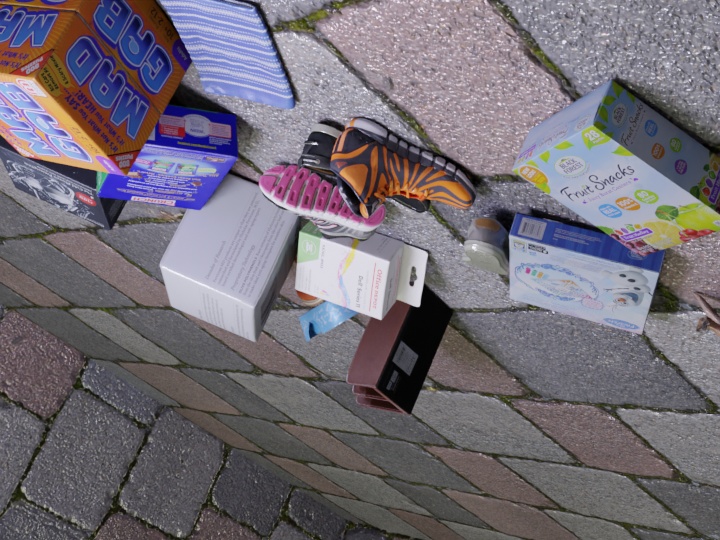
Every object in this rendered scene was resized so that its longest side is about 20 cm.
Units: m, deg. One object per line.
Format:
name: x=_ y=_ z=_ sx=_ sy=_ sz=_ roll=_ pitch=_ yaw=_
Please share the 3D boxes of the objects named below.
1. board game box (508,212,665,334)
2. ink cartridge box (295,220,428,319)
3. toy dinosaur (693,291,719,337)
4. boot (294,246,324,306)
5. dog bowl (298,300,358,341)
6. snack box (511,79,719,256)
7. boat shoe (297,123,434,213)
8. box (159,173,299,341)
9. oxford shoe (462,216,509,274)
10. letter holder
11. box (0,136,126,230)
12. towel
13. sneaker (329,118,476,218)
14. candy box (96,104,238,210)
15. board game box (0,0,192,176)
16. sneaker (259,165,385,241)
board game box: x=0.303 y=0.006 z=1.458 sx=0.198 sy=0.044 sz=0.199 roll=16 pitch=156 yaw=15
ink cartridge box: x=0.000 y=0.000 z=1.699 sx=0.199 sy=0.067 sz=0.118 roll=18 pitch=126 yaw=17
toy dinosaur: x=0.516 y=0.079 z=1.355 sx=0.135 sy=0.086 sz=0.199 roll=32 pitch=165 yaw=-35
boot: x=-0.078 y=-0.004 z=1.849 sx=0.107 sy=0.075 sz=0.200 roll=35 pitch=149 yaw=-14
dog bowl: x=-0.049 y=0.075 z=1.948 sx=0.050 sy=0.111 sz=0.200 roll=60 pitch=156 yaw=0
snack box: x=0.296 y=-0.106 z=1.181 sx=0.199 sy=0.068 sz=0.169 roll=32 pitch=159 yaw=-12
boat shoe: x=0.008 y=-0.125 z=1.462 sx=0.199 sy=0.068 sz=0.072 roll=28 pitch=164 yaw=-15
box: x=-0.210 y=-0.023 z=1.764 sx=0.170 sy=0.201 sz=0.199 roll=22 pitch=160 yaw=3
oxford shoe: x=0.182 y=-0.034 z=1.506 sx=0.075 sy=0.058 sz=0.200 roll=13 pitch=172 yaw=10
letter holder: x=0.046 y=0.129 z=1.832 sx=0.142 sy=0.201 sz=0.100 roll=2 pitch=149 yaw=47
box: x=-0.512 y=-0.183 z=1.862 sx=0.199 sy=0.105 sz=0.182 roll=24 pitch=160 yaw=4
towel: x=-0.168 y=-0.279 z=1.359 sx=0.144 sy=0.024 sz=0.200 roll=17 pitch=157 yaw=20
sneaker: x=0.048 y=-0.106 z=1.396 sx=0.199 sy=0.113 sz=0.078 roll=26 pitch=159 yaw=-2
candy box: x=-0.289 y=-0.167 z=1.573 sx=0.168 sy=0.078 sz=0.200 roll=6 pitch=157 yaw=-24
board game box: x=-0.377 y=-0.271 z=1.366 sx=0.199 sy=0.201 sz=0.200 roll=12 pitch=156 yaw=30
sneaker: x=-0.060 y=-0.093 z=1.603 sx=0.198 sy=0.074 sz=0.088 roll=18 pitch=152 yaw=6
